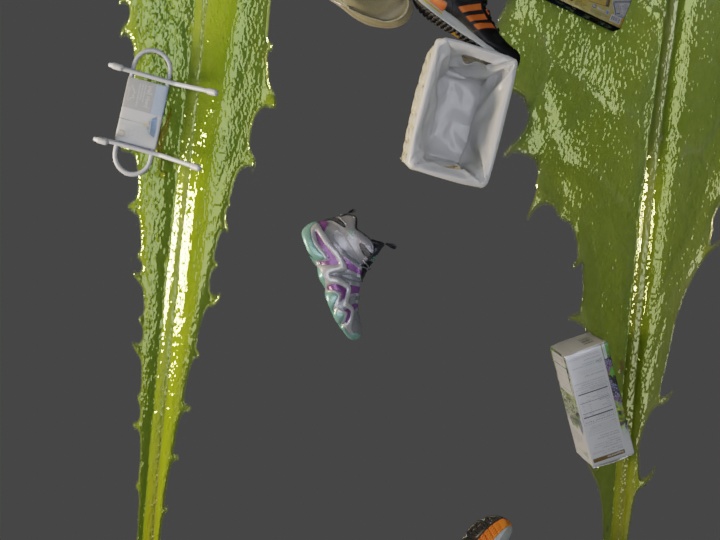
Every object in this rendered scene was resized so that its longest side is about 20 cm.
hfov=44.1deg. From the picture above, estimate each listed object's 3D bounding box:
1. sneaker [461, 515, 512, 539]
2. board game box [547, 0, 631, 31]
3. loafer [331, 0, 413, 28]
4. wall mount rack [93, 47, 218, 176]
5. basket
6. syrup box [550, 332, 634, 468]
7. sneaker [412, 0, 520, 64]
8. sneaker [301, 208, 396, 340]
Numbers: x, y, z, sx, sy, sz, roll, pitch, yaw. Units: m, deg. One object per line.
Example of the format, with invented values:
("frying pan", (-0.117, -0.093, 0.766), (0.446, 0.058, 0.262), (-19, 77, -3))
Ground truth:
("sneaker", (0.205, 0.514, 1.530), (0.091, 0.076, 0.201), (35, 101, -16))
("board game box", (0.351, -0.490, 1.425), (0.197, 0.035, 0.138), (22, 95, -8))
("loafer", (-0.009, -0.438, 1.379), (0.197, 0.068, 0.077), (21, 95, -8))
("wall mount rack", (-0.314, -0.237, 1.373), (0.170, 0.075, 0.204), (13, 97, -7))
("basket", (0.149, -0.245, 1.393), (0.133, 0.123, 0.204), (13, 97, -7))
("syrup box", (0.390, 0.218, 1.499), (0.080, 0.079, 0.204), (-18, 99, -3))
("sneaker", (0.184, -0.403, 1.402), (0.198, 0.070, 0.091), (32, 96, -7))
("sneaker", (0.000, 0.000, 1.433), (0.138, 0.078, 0.203), (-22, 99, -1))
